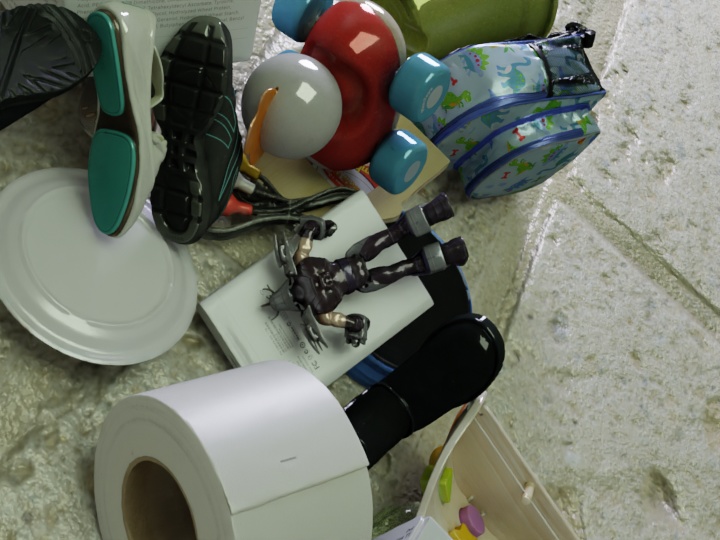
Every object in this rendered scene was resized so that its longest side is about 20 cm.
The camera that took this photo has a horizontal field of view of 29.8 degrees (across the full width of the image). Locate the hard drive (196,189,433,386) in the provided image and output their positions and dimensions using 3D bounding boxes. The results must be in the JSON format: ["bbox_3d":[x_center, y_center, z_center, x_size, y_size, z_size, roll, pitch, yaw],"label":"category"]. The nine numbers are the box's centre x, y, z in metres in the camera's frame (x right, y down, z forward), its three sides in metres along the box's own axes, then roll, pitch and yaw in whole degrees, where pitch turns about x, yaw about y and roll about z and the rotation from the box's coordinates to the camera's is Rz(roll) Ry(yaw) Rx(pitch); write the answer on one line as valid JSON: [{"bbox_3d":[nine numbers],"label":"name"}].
[{"bbox_3d":[-0.041,0.033,1.278,0.199,0.027,0.133,-36,96,-23],"label":"hard drive"}]

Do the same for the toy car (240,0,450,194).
[{"bbox_3d":[-0.052,-0.149,1.273,0.184,0.178,0.199,37,48,20],"label":"toy car"}]

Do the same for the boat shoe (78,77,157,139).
[{"bbox_3d":[-0.219,-0.176,1.278,0.072,0.075,0.202,67,21,-43],"label":"boat shoe"}]

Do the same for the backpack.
[{"bbox_3d":[0.153,-0.167,1.480,0.198,0.183,0.149,-7,70,-35],"label":"backpack"}]

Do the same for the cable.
[{"bbox_3d":[-0.084,-0.064,1.299,0.197,0.050,0.098,15,64,-7],"label":"cable"}]

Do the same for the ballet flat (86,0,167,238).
[{"bbox_3d":[-0.193,-0.127,1.150,0.069,0.069,0.203,-18,118,-42],"label":"ballet flat"}]

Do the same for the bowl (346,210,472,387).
[{"bbox_3d":[0.033,0.027,1.381,0.199,0.039,0.203,18,58,-30],"label":"bowl"}]

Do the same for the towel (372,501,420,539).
[{"bbox_3d":[0.022,0.309,1.226,0.199,0.036,0.149,-29,86,-43],"label":"towel"}]

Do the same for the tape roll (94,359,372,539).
[{"bbox_3d":[-0.105,0.184,1.081,0.138,0.202,0.205,-12,74,-40],"label":"tape roll"}]

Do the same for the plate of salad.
[{"bbox_3d":[-0.236,-0.001,1.181,0.198,0.048,0.202,21,46,-24],"label":"plate of salad"}]

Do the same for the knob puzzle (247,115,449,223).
[{"bbox_3d":[-0.033,-0.116,1.394,0.216,0.031,0.222,8,57,-12],"label":"knob puzzle"}]

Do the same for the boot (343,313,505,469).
[{"bbox_3d":[0.028,0.128,1.223,0.074,0.198,0.162,54,40,3],"label":"boot"}]

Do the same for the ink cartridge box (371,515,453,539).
[{"bbox_3d":[0.065,0.319,1.130,0.200,0.146,0.083,46,46,-5],"label":"ink cartridge box"}]

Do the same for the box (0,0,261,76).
[{"bbox_3d":[-0.214,-0.285,1.220,0.198,0.132,0.199,-11,42,-32],"label":"box"}]

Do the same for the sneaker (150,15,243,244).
[{"bbox_3d":[-0.143,-0.128,1.209,0.075,0.203,0.079,18,19,22],"label":"sneaker"}]

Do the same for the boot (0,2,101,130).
[{"bbox_3d":[-0.318,-0.125,1.096,0.200,0.168,0.077,-38,92,-38],"label":"boot"}]

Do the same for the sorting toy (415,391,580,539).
[{"bbox_3d":[0.106,0.248,1.243,0.201,0.106,0.180,55,32,-8],"label":"sorting toy"}]

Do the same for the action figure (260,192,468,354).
[{"bbox_3d":[0.000,0.000,1.251,0.198,0.069,0.132,-21,97,-10],"label":"action figure"}]

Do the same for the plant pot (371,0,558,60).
[{"bbox_3d":[0.089,-0.307,1.515,0.183,0.200,0.202,-30,87,-32],"label":"plant pot"}]
